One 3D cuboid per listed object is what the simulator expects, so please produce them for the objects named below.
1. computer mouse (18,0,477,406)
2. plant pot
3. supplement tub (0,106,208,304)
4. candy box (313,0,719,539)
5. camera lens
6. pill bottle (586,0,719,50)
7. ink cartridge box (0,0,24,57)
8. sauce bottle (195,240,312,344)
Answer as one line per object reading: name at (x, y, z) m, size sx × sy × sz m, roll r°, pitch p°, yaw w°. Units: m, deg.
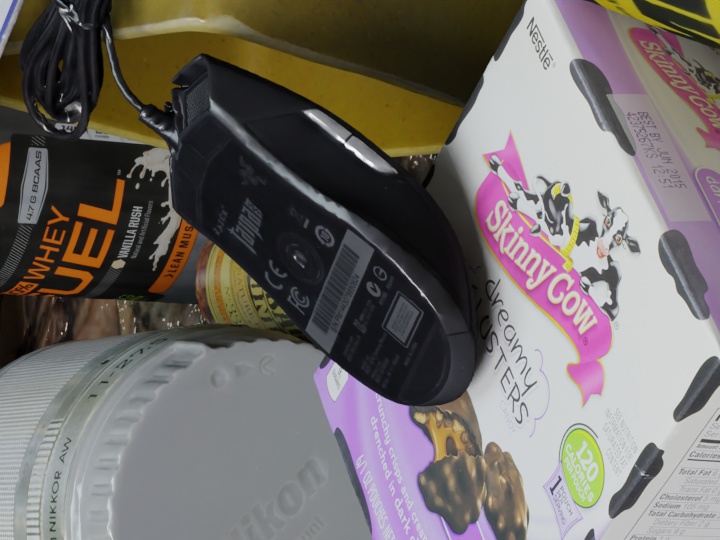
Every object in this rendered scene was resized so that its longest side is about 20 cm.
computer mouse at (-0.024, -0.053, 0.949) m, size 0.200 × 0.046 × 0.141 m, roll 38°, pitch 144°, yaw 17°
plant pot at (-0.042, -0.160, 1.118) m, size 0.194 × 0.195 × 0.200 m, roll -3°, pitch 79°, yaw 45°
supplement tub at (-0.143, -0.049, 1.304) m, size 0.122 × 0.200 × 0.123 m, roll -10°, pitch 79°, yaw 61°
candy box at (0.072, 0.032, 0.963) m, size 0.200 × 0.071 × 0.168 m, roll -61°, pitch 37°, yaw 39°
camera lens at (-0.081, 0.105, 1.215) m, size 0.200 × 0.160 × 0.160 m, roll -8°, pitch 80°, yaw 60°
pill bottle at (0.108, -0.129, 0.889) m, size 0.200 × 0.114 × 0.114 m, roll 25°, pitch 110°, yaw 38°
ink cartridge box at (-0.167, -0.102, 1.062) m, size 0.200 × 0.043 × 0.197 m, roll 23°, pitch 90°, yaw 46°
sauce bottle at (0.000, 0.000, 1.179) m, size 0.200 × 0.066 × 0.066 m, roll -11°, pitch 78°, yaw 62°
